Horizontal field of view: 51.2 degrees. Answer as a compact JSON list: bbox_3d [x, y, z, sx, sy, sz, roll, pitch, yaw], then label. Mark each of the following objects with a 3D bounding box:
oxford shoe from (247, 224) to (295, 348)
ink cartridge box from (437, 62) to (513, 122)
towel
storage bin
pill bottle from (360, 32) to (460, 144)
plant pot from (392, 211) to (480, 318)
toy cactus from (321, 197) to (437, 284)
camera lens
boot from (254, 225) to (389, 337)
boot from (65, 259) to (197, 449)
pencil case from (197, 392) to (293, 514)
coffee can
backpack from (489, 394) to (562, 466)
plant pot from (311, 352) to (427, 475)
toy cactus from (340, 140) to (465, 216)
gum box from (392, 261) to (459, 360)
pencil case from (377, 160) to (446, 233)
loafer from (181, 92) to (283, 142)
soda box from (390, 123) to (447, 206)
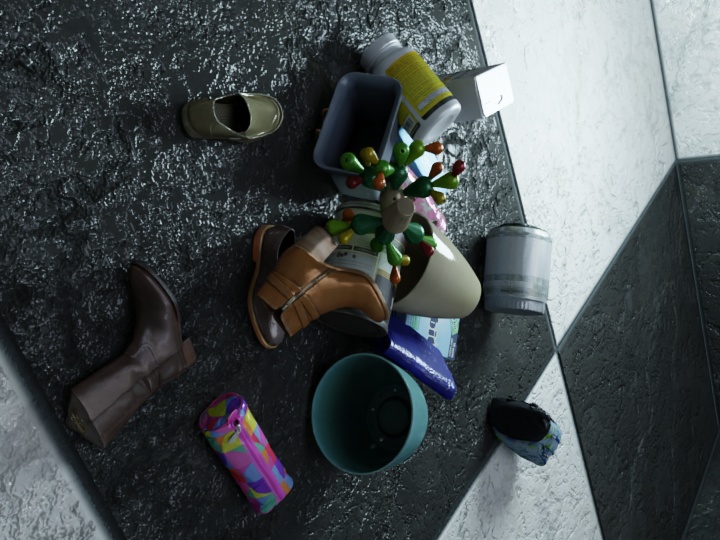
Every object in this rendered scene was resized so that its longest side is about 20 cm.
[{"bbox_3d":[-0.138,0.027,1.234,0.070,0.072,0.206,-2,92,-50],"label":"oxford shoe"},{"bbox_3d":[0.194,-0.358,1.549,0.144,0.197,0.086,-34,116,-45],"label":"ink cartridge box"},{"bbox_3d":[0.092,0.158,1.434,0.199,0.050,0.149,37,18,-30],"label":"towel"},{"bbox_3d":[-0.003,-0.233,1.373,0.135,0.142,0.204,69,35,-64],"label":"storage bin"},{"bbox_3d":[0.091,-0.348,1.436,0.201,0.113,0.112,52,43,8],"label":"pill bottle"},{"bbox_3d":[0.139,0.015,1.457,0.198,0.185,0.192,27,69,-35],"label":"plant pot"},{"bbox_3d":[0.040,-0.060,1.207,0.196,0.165,0.104,19,64,-10],"label":"toy cactus"},{"bbox_3d":[0.375,-0.002,1.800,0.158,0.157,0.206,15,78,-49],"label":"camera lens"},{"bbox_3d":[-0.060,0.050,1.199,0.200,0.074,0.155,45,70,-6],"label":"boot"},{"bbox_3d":[-0.328,0.113,1.015,0.200,0.063,0.190,-41,118,-38],"label":"boot"},{"bbox_3d":[-0.178,0.286,1.176,0.089,0.087,0.203,-51,127,-37],"label":"pencil case"},{"bbox_3d":[0.000,0.000,1.348,0.145,0.144,0.205,32,66,-45],"label":"coffee can"},{"bbox_3d":[0.421,0.402,1.872,0.199,0.160,0.158,20,83,-55],"label":"backpack"},{"bbox_3d":[0.033,0.261,1.358,0.160,0.196,0.206,25,70,-62],"label":"plant pot"},{"bbox_3d":[0.063,-0.138,1.228,0.166,0.195,0.104,101,-14,-56],"label":"toy cactus"},{"bbox_3d":[0.143,0.089,1.602,0.198,0.044,0.174,23,72,-48],"label":"gum box"},{"bbox_3d":[0.101,-0.132,1.525,0.200,0.085,0.084,46,37,-39],"label":"pencil case"},{"bbox_3d":[-0.187,-0.239,1.180,0.198,0.066,0.078,-22,106,-49],"label":"loafer"},{"bbox_3d":[0.110,-0.225,1.550,0.201,0.063,0.069,55,50,-35],"label":"soda box"}]
